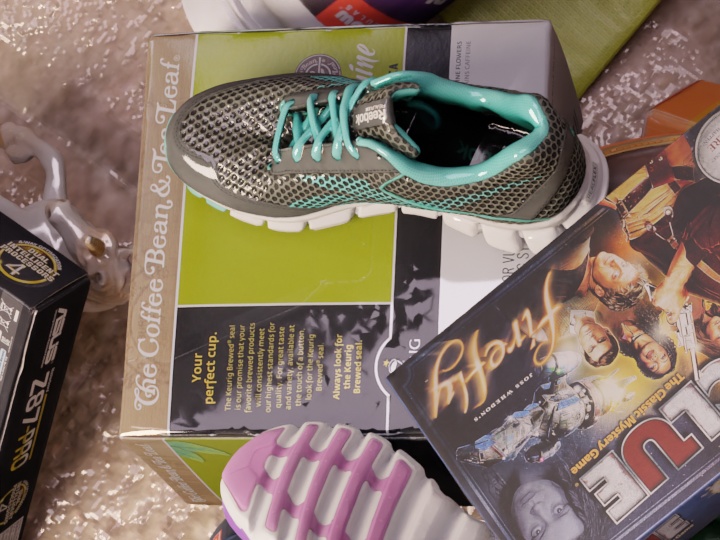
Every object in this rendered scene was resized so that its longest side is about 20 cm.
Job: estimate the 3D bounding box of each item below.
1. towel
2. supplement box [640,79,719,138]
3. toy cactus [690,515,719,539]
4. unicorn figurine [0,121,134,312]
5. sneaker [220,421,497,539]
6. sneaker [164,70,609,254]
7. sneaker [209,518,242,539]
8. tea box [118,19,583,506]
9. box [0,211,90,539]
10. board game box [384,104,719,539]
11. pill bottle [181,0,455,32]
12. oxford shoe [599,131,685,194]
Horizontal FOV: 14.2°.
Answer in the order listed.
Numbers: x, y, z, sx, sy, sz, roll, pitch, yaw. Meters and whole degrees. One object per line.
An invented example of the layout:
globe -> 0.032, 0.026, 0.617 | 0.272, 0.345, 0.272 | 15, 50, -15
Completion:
towel -> 0.130, -0.176, 1.413 | 0.086, 0.018, 0.200 | 41, 101, 4
supplement box -> 0.225, -0.023, 1.314 | 0.200, 0.069, 0.067 | 22, 118, 25
toy cactus -> 0.185, 0.114, 1.286 | 0.165, 0.200, 0.102 | 37, 43, -14
unicorn figurine -> -0.172, -0.005, 1.410 | 0.074, 0.200, 0.137 | -13, 57, -41
sneaker -> 0.028, 0.139, 1.258 | 0.200, 0.089, 0.081 | 24, 53, 8
sneaker -> 0.007, -0.061, 1.260 | 0.199, 0.091, 0.078 | 4, 71, 13
sneaker -> -0.055, 0.148, 1.304 | 0.084, 0.200, 0.075 | 41, 110, 29
tea box -> 0.000, 0.000, 1.362 | 0.196, 0.134, 0.201 | 0, 72, 11
box -> -0.219, 0.044, 1.372 | 0.161, 0.200, 0.049 | 32, 39, 19
board game box -> 0.126, 0.035, 1.209 | 0.200, 0.035, 0.136 | -40, 58, 6
pill bottle -> 0.009, -0.171, 1.398 | 0.200, 0.111, 0.112 | -35, 65, 30
oxford shoe -> 0.171, -0.015, 1.264 | 0.199, 0.073, 0.072 | 11, 111, 28
